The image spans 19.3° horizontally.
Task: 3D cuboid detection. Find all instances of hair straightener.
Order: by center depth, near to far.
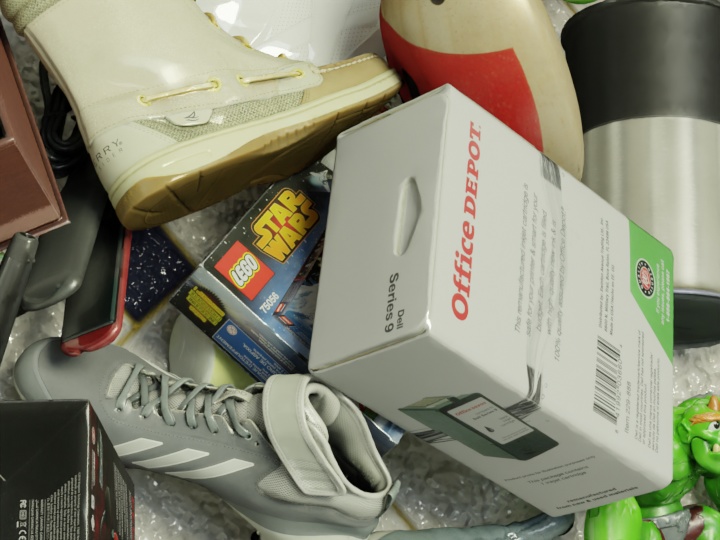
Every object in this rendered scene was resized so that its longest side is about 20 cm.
[{"bbox_3d":[-0.142,-0.055,1.079,0.077,0.041,0.201,51,33,-38],"label":"hair straightener"}]

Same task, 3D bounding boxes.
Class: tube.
[{"bbox_3d":[-0.007,0.045,1.168,0.199,0.052,0.058,2,109,-33],"label":"tube"}]

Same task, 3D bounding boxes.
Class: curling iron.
[{"bbox_3d":[-0.192,0.077,1.006,0.025,0.050,0.201,23,93,-12],"label":"curling iron"}]

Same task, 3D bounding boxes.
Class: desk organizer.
[{"bbox_3d":[-0.210,-0.107,1.026,0.071,0.077,0.201,-22,61,-1],"label":"desk organizer"}]

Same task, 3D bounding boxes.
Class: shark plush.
[{"bbox_3d":[0.035,0.171,1.130,0.199,0.083,0.091,0,75,-30],"label":"shark plush"}]

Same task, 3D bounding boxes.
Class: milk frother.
[{"bbox_3d":[0.220,-0.067,1.236,0.179,0.200,0.189,6,71,-17],"label":"milk frother"}]

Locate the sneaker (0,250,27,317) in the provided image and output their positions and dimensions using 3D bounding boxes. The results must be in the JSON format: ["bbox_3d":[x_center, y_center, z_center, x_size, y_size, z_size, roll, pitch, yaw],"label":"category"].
[{"bbox_3d":[-0.258,-0.014,1.035,0.199,0.077,0.089,4,62,-37],"label":"sneaker"}]

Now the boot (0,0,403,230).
[{"bbox_3d":[-0.081,-0.118,1.097,0.200,0.072,0.155,-24,76,-42],"label":"boot"}]

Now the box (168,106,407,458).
[{"bbox_3d":[0.000,0.000,1.149,0.137,0.040,0.200,43,42,-3],"label":"box"}]

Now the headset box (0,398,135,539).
[{"bbox_3d":[-0.148,0.155,0.978,0.075,0.200,0.150,-1,72,0],"label":"headset box"}]

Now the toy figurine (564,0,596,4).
[{"bbox_3d":[0.187,-0.249,1.321,0.183,0.150,0.201,3,63,-39],"label":"toy figurine"}]

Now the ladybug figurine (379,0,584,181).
[{"bbox_3d":[0.062,-0.105,1.149,0.072,0.136,0.200,-30,133,-9],"label":"ladybug figurine"}]

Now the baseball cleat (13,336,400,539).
[{"bbox_3d":[-0.072,0.070,1.062,0.199,0.107,0.070,27,43,-8],"label":"baseball cleat"}]

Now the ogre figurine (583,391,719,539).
[{"bbox_3d":[0.178,0.136,1.216,0.199,0.098,0.121,-11,83,-31],"label":"ogre figurine"}]

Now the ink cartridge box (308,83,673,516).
[{"bbox_3d":[0.073,0.019,1.096,0.200,0.084,0.147,33,50,-37],"label":"ink cartridge box"}]

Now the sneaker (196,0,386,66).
[{"bbox_3d":[-0.026,-0.167,1.208,0.200,0.074,0.116,-44,102,-31],"label":"sneaker"}]
